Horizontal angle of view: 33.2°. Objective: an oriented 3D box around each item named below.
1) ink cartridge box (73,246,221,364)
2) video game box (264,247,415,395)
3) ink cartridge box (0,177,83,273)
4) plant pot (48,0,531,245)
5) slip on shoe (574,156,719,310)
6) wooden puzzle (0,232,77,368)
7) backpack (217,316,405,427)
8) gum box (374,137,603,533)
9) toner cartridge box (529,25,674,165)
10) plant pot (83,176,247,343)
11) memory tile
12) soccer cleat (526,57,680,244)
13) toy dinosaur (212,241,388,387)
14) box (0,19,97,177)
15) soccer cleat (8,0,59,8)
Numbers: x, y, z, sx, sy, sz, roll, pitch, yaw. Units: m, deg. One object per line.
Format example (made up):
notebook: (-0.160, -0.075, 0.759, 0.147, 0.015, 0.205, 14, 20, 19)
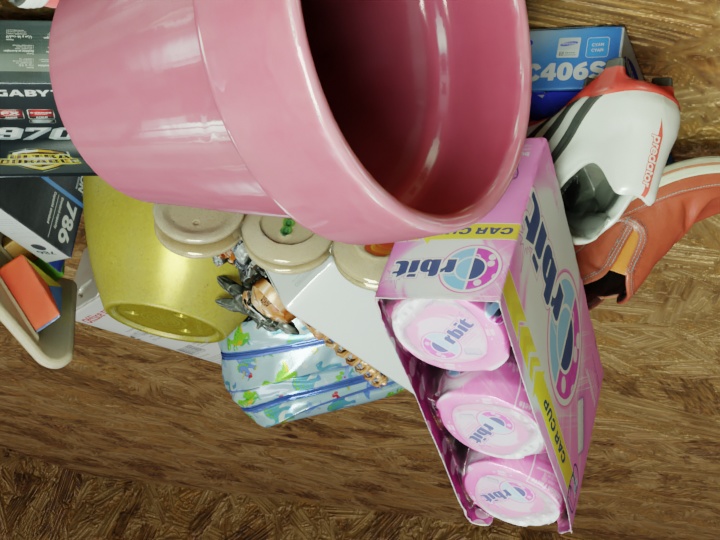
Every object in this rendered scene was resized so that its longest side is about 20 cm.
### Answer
ink cartridge box: (-0.191, 0.028, 1.273, 0.199, 0.083, 0.147, 20, 160, -25)
video game box: (0.000, 0.000, 0.777, 0.200, 0.047, 0.182, 36, -168, -42)
ink cartridge box: (-0.268, -0.077, 0.981, 0.039, 0.100, 0.200, 3, 161, 18)
plant pot: (-0.041, -0.105, 0.575, 0.178, 0.201, 0.200, -7, 155, 35)
slip on shoe: (0.163, -0.010, 0.768, 0.199, 0.061, 0.074, -27, 155, -7)
wooden puzzle: (-0.309, -0.028, 1.032, 0.200, 0.046, 0.185, 50, -174, -24)
backpack: (-0.028, 0.061, 1.076, 0.199, 0.155, 0.163, 1, -174, -19)
gum box: (0.078, 0.042, 0.654, 0.066, 0.114, 0.200, 0, 136, 24)
toner cartridge box: (0.143, -0.087, 0.784, 0.095, 0.043, 0.200, 2, 160, 24)
plant pot: (-0.144, -0.023, 0.996, 0.199, 0.143, 0.200, 10, 162, 3)
memory tile: (-0.024, -0.075, 0.693, 0.152, 0.201, 0.017, 11, 140, 5)
soccer cleat: (0.114, -0.050, 0.703, 0.068, 0.086, 0.200, 17, 160, -19)
toy dinosaur: (-0.059, 0.005, 0.866, 0.102, 0.201, 0.136, -21, 180, -5)
box: (-0.167, -0.112, 0.820, 0.199, 0.046, 0.159, -1, 163, -10)
soccer cleat: (-0.126, -0.192, 0.627, 0.073, 0.069, 0.200, -5, 170, -34)
